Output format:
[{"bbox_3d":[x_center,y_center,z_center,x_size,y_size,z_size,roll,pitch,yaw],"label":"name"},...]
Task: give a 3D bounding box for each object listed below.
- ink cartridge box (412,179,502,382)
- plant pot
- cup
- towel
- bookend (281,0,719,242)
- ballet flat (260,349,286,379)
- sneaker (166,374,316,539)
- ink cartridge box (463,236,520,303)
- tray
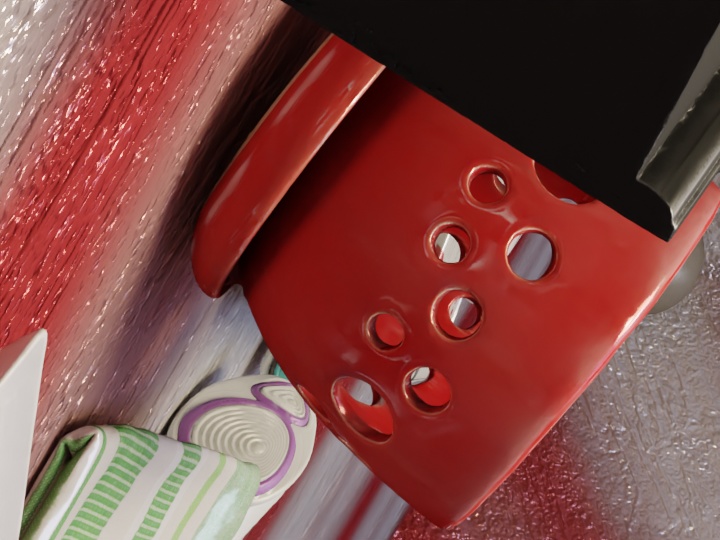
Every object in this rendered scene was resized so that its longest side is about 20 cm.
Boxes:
[{"bbox_3d":[0.018,-0.018,1.320,0.200,0.082,0.148,19,93,-83],"label":"ink cartridge box"},{"bbox_3d":[0.033,-0.013,1.057,0.201,0.182,0.200,-52,179,-2],"label":"plant pot"},{"bbox_3d":[0.459,-0.039,3.947,0.143,0.200,0.201,23,99,-54],"label":"cup"},{"bbox_3d":[-0.123,0.150,1.135,0.153,0.023,0.200,-61,156,-1],"label":"towel"},{"bbox_3d":[0.059,-0.149,0.687,0.092,0.198,0.201,-49,167,-43],"label":"bookend"},{"bbox_3d":[0.000,0.000,1.459,0.201,0.069,0.069,-55,172,-5],"label":"ballet flat"},{"bbox_3d":[-0.102,0.136,1.306,0.200,0.075,0.100,-49,-179,-30],"label":"sneaker"},{"bbox_3d":[0.109,-0.099,1.669,0.200,0.082,0.147,-53,170,-37],"label":"ink cartridge box"},{"bbox_3d":[-0.163,0.103,0.890,0.108,0.022,0.200,-55,172,-33],"label":"tray"}]
